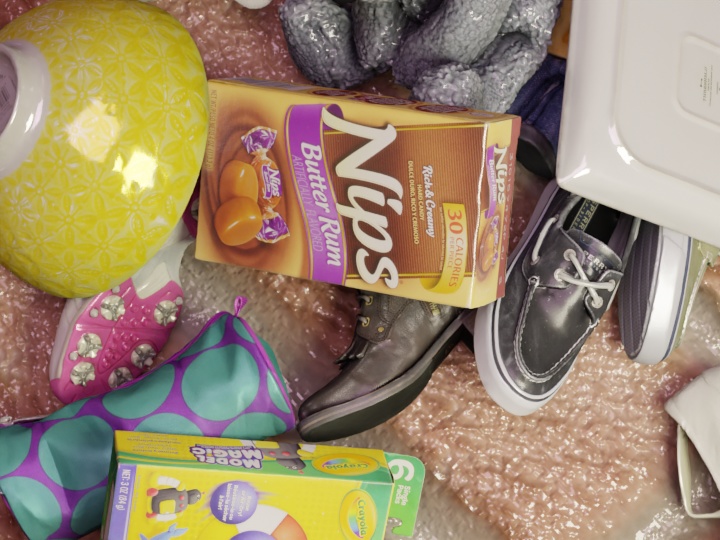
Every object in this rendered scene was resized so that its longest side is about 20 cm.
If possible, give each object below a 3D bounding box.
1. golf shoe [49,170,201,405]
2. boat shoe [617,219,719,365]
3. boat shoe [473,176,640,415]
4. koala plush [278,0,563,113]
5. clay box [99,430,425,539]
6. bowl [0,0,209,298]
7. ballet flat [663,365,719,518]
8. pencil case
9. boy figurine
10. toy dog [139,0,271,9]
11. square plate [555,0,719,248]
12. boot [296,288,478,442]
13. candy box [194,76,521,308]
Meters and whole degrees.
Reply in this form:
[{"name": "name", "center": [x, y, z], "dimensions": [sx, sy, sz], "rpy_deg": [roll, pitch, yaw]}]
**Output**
[{"name": "golf shoe", "center": [-0.158, -0.007, 1.537], "dimensions": [0.091, 0.075, 0.200], "rpy_deg": [29, 94, 48]}, {"name": "boat shoe", "center": [0.215, -0.033, 1.531], "dimensions": [0.062, 0.072, 0.200], "rpy_deg": [13, 77, -13]}, {"name": "boat shoe", "center": [0.135, 0.002, 1.488], "dimensions": [0.072, 0.068, 0.200], "rpy_deg": [39, 54, -14]}, {"name": "koala plush", "center": [0.031, -0.211, 1.482], "dimensions": [0.184, 0.200, 0.177], "rpy_deg": [-48, 52, -10]}, {"name": "clay box", "center": [-0.061, 0.166, 1.456], "dimensions": [0.199, 0.048, 0.115], "rpy_deg": [5, 113, -11]}, {"name": "bowl", "center": [-0.202, -0.091, 1.477], "dimensions": [0.200, 0.108, 0.201], "rpy_deg": [-15, 67, 38]}, {"name": "ballet flat", "center": [0.246, 0.161, 1.497], "dimensions": [0.069, 0.069, 0.200], "rpy_deg": [-16, 73, -3]}, {"name": "pencil case", "center": [-0.143, 0.101, 1.488], "dimensions": [0.200, 0.085, 0.093], "rpy_deg": [-26, 85, 0]}, {"name": "boy figurine", "center": [0.155, -0.157, 1.558], "dimensions": [0.124, 0.064, 0.200], "rpy_deg": [30, 78, 25]}, {"name": "toy dog", "center": [-0.076, -0.243, 1.576], "dimensions": [0.200, 0.096, 0.132], "rpy_deg": [-19, 58, 8]}, {"name": "square plate", "center": [0.219, -0.119, 1.511], "dimensions": [0.198, 0.028, 0.200], "rpy_deg": [19, 67, -27]}, {"name": "boot", "center": [0.000, 0.000, 1.532], "dimensions": [0.200, 0.069, 0.174], "rpy_deg": [-34, 78, -16]}, {"name": "candy box", "center": [-0.004, -0.052, 1.454], "dimensions": [0.200, 0.056, 0.117], "rpy_deg": [9, 102, 25]}]
